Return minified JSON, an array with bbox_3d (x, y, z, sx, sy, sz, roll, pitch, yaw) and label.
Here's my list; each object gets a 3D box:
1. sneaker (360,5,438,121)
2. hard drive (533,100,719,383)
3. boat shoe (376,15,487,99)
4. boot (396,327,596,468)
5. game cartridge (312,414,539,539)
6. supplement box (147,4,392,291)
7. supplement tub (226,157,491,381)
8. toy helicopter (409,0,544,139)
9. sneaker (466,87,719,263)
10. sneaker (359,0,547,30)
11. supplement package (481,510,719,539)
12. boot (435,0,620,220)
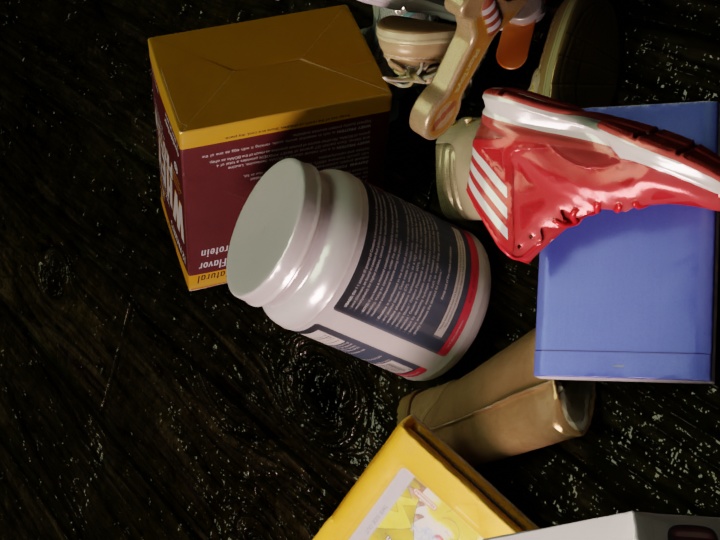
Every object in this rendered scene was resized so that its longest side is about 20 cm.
[{"bbox_3d":[0.045,-0.213,1.272,0.201,0.076,0.087,121,136,-56],"label":"sneaker"},{"bbox_3d":[0.197,-0.021,1.001,0.130,0.025,0.203,0,80,25],"label":"hard drive"},{"bbox_3d":[0.065,-0.179,1.160,0.072,0.199,0.064,15,100,22],"label":"boat shoe"},{"bbox_3d":[0.107,0.148,1.104,0.199,0.065,0.178,-29,60,46],"label":"boot"},{"bbox_3d":[0.051,0.245,1.104,0.176,0.032,0.201,40,119,11],"label":"game cartridge"},{"bbox_3d":[-0.088,-0.114,1.277,0.202,0.194,0.134,94,159,-47],"label":"supplement box"},{"bbox_3d":[0.000,0.000,1.159,0.140,0.198,0.142,-40,37,40],"label":"supplement tub"},{"bbox_3d":[0.097,-0.194,1.068,0.079,0.132,0.202,36,112,22],"label":"toy helicopter"},{"bbox_3d":[0.169,-0.052,0.981,0.198,0.078,0.117,23,109,25],"label":"sneaker"},{"bbox_3d":[0.082,-0.268,1.120,0.078,0.197,0.113,49,129,51],"label":"sneaker"},{"bbox_3d":[0.177,0.277,0.929,0.155,0.110,0.203,-25,62,50],"label":"supplement package"},{"bbox_3d":[0.134,-0.131,1.134,0.155,0.072,0.203,15,97,57],"label":"boot"}]
